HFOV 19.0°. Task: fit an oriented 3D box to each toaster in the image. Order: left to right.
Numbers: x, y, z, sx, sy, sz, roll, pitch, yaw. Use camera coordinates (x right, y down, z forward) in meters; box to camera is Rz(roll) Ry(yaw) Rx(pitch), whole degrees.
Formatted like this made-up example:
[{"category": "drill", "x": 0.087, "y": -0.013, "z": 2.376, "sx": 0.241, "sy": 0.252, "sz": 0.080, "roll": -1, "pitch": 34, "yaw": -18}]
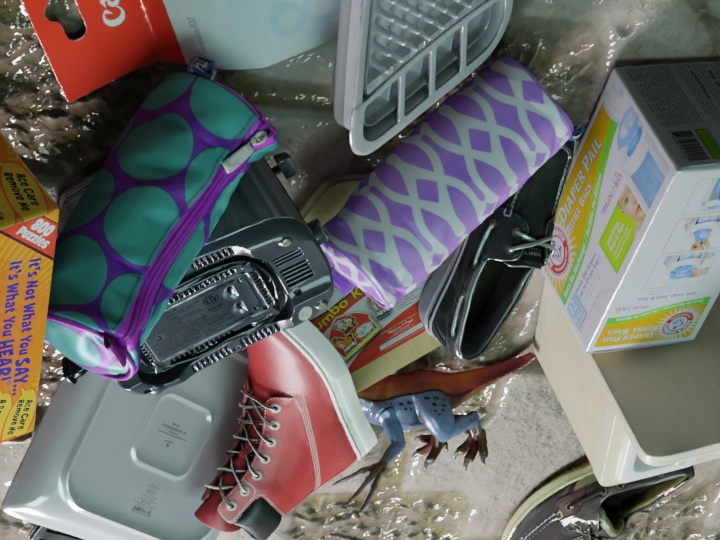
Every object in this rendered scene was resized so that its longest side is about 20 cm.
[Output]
[{"category": "toaster", "x": -0.124, "y": -0.008, "z": 1.452, "sx": 0.200, "sy": 0.129, "sz": 0.114, "roll": -27, "pitch": 142, "yaw": 2}]

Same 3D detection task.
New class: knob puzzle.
[{"category": "knob puzzle", "x": 0.000, "y": 0.000, "z": 1.607, "sx": 0.219, "sy": 0.030, "sz": 0.220, "roll": -17, "pitch": 131, "yaw": -21}]

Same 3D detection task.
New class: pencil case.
[{"category": "pencil case", "x": -0.131, "y": -0.031, "z": 1.343, "sx": 0.085, "sy": 0.092, "sz": 0.200, "roll": 50, "pitch": 61, "yaw": -42}, {"category": "pencil case", "x": 0.057, "y": -0.062, "z": 1.492, "sx": 0.200, "sy": 0.085, "sz": 0.084, "roll": -42, "pitch": 100, "yaw": -9}]

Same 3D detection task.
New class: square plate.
[{"category": "square plate", "x": -0.144, "y": 0.118, "z": 1.585, "sx": 0.200, "sy": 0.028, "sz": 0.199, "roll": 29, "pitch": 84, "yaw": -42}]

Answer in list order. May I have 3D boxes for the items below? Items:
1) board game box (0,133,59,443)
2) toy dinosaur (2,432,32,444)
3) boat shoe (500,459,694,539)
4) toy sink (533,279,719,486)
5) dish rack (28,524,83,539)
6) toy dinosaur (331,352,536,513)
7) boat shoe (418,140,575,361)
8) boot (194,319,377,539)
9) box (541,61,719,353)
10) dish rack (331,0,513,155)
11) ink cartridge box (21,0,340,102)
[{"category": "board game box", "x": -0.319, "y": -0.001, "z": 1.262, "sx": 0.200, "sy": 0.200, "sz": 0.200, "roll": -22, "pitch": 146, "yaw": -31}, {"category": "toy dinosaur", "x": -0.287, "y": 0.093, "z": 1.560, "sx": 0.101, "sy": 0.058, "sz": 0.200, "roll": 6, "pitch": 134, "yaw": -12}, {"category": "boat shoe", "x": 0.214, "y": 0.213, "z": 1.948, "sx": 0.200, "sy": 0.065, "sz": 0.073, "roll": -40, "pitch": 141, "yaw": 21}, {"category": "toy sink", "x": 0.238, "y": 0.093, "z": 1.712, "sx": 0.130, "sy": 0.200, "sz": 0.112, "roll": -14, "pitch": 141, "yaw": -15}, {"category": "dish rack", "x": -0.160, "y": 0.175, "z": 1.700, "sx": 0.153, "sy": 0.055, "sz": 0.200, "roll": 22, "pitch": 115, "yaw": -43}, {"category": "toy dinosaur", "x": 0.017, "y": 0.101, "z": 1.734, "sx": 0.181, "sy": 0.105, "sz": 0.200, "roll": 42, "pitch": 71, "yaw": -37}, {"category": "boat shoe", "x": 0.114, "y": -0.021, "z": 1.594, "sx": 0.072, "sy": 0.071, "sz": 0.200, "roll": 6, "pitch": 119, "yaw": -36}, {"category": "boot", "x": -0.075, "y": 0.113, "z": 1.560, "sx": 0.144, "sy": 0.072, "sz": 0.200, "roll": -41, "pitch": 139, "yaw": -15}, {"category": "box", "x": 0.220, "y": -0.046, "z": 1.610, "sx": 0.101, "sy": 0.113, "sz": 0.200, "roll": -6, "pitch": 139, "yaw": -25}, {"category": "dish rack", "x": 0.039, "y": -0.186, "z": 1.360, "sx": 0.172, "sy": 0.043, "sz": 0.200, "roll": -40, "pitch": 152, "yaw": -33}, {"category": "ink cartridge box", "x": -0.106, "y": -0.180, "z": 1.327, "sx": 0.200, "sy": 0.047, "sz": 0.160, "roll": -24, "pitch": 143, "yaw": -5}]
